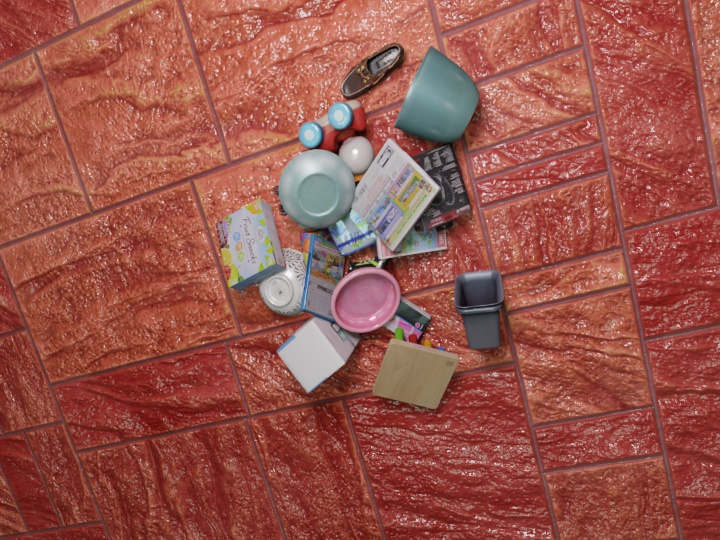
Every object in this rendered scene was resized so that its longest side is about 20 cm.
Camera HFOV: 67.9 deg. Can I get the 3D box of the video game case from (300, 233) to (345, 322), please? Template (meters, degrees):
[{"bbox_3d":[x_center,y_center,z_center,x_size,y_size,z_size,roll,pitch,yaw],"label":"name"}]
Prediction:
[{"bbox_3d":[-0.098,0.023,1.442,0.017,0.142,0.207,-5,70,36],"label":"video game case"}]

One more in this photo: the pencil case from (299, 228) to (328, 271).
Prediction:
[{"bbox_3d":[-0.117,-0.019,1.502,0.085,0.088,0.208,-6,96,14],"label":"pencil case"}]

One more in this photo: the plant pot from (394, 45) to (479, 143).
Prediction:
[{"bbox_3d":[0.192,-0.406,1.295,0.157,0.201,0.205,25,108,-5],"label":"plant pot"}]

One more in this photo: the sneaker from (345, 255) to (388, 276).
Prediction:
[{"bbox_3d":[0.000,0.000,1.496,0.199,0.072,0.083,-43,89,18],"label":"sneaker"}]

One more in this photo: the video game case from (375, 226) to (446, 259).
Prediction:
[{"bbox_3d":[0.132,-0.117,1.410,0.193,0.017,0.149,-9,97,-16],"label":"video game case"}]

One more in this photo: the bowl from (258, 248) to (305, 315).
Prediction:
[{"bbox_3d":[-0.222,0.047,1.547,0.193,0.094,0.209,3,104,11],"label":"bowl"}]

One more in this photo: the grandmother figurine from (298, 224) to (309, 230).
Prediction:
[{"bbox_3d":[-0.140,-0.212,1.489,0.119,0.060,0.207,23,113,36],"label":"grandmother figurine"}]

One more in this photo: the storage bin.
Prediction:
[{"bbox_3d":[0.305,0.107,1.392,0.140,0.201,0.139,-7,111,14],"label":"storage bin"}]

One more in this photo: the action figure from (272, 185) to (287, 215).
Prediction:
[{"bbox_3d":[-0.136,-0.194,1.406,0.194,0.101,0.123,-7,98,27],"label":"action figure"}]

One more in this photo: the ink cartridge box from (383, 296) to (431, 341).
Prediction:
[{"bbox_3d":[0.096,0.118,1.521,0.197,0.037,0.096,33,109,6],"label":"ink cartridge box"}]

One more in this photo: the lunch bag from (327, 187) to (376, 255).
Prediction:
[{"bbox_3d":[0.005,-0.143,1.457,0.194,0.083,0.165,-20,101,18],"label":"lunch bag"}]

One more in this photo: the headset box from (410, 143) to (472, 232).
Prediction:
[{"bbox_3d":[0.190,-0.203,1.371,0.145,0.077,0.206,-22,100,-12],"label":"headset box"}]

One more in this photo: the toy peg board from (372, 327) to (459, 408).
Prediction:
[{"bbox_3d":[0.150,0.265,1.503,0.192,0.099,0.205,13,124,-6],"label":"toy peg board"}]

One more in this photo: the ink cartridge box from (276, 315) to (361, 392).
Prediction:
[{"bbox_3d":[-0.111,0.207,1.502,0.146,0.200,0.147,-39,91,18],"label":"ink cartridge box"}]

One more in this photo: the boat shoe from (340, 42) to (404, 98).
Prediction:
[{"bbox_3d":[0.025,-0.515,1.370,0.197,0.070,0.071,-33,95,19],"label":"boat shoe"}]

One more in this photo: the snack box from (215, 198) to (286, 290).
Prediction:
[{"bbox_3d":[-0.313,-0.072,1.514,0.164,0.067,0.206,-23,72,18],"label":"snack box"}]

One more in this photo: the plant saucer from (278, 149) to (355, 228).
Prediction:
[{"bbox_3d":[-0.106,-0.193,1.330,0.193,0.039,0.208,-4,117,-7],"label":"plant saucer"}]

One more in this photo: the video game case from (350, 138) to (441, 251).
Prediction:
[{"bbox_3d":[0.078,-0.186,1.327,0.182,0.022,0.202,46,118,16],"label":"video game case"}]

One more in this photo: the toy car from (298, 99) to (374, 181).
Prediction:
[{"bbox_3d":[-0.038,-0.309,1.373,0.173,0.185,0.205,-26,98,17],"label":"toy car"}]

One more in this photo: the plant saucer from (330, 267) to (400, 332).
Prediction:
[{"bbox_3d":[0.012,0.073,1.449,0.193,0.051,0.206,-7,123,-11],"label":"plant saucer"}]
